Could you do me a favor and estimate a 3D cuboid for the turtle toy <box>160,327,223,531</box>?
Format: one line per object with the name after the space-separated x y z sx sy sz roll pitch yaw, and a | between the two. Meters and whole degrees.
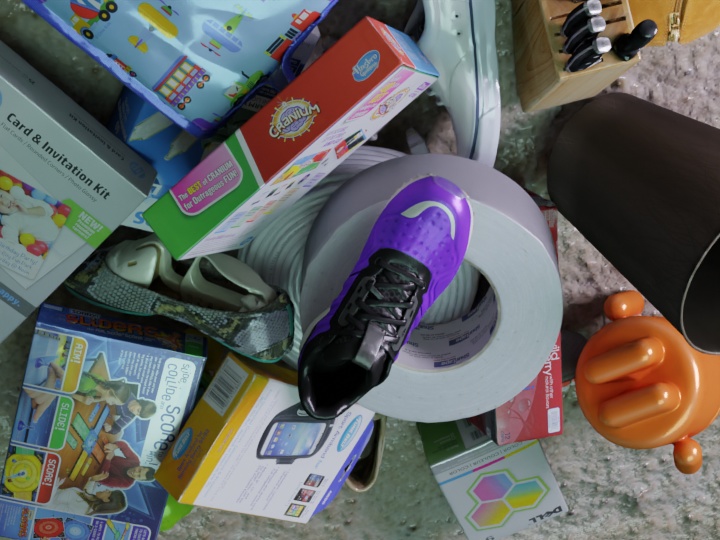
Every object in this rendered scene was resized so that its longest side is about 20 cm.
-0.179 0.139 1.305 0.144 0.102 0.201 -9 137 -8 | turtle toy

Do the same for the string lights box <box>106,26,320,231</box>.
-0.120 -0.120 1.127 0.102 0.059 0.201 12 126 -27 | string lights box

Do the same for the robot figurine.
0.260 0.099 1.354 0.117 0.143 0.200 -62 157 11 | robot figurine

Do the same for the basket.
0.249 -0.050 1.185 0.179 0.200 0.137 -28 130 -19 | basket

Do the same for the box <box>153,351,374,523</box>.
-0.068 0.142 1.256 0.120 0.041 0.199 -58 147 6 | box

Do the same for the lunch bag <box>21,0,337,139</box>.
-0.114 -0.189 0.992 0.200 0.094 0.150 43 112 -8 | lunch bag

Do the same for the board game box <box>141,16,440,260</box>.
-0.043 -0.088 1.057 0.200 0.153 0.040 -40 85 11 | board game box

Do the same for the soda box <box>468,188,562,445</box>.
0.126 0.038 1.277 0.063 0.070 0.202 -7 106 -16 | soda box

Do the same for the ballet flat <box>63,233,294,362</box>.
-0.139 0.007 1.190 0.198 0.072 0.073 19 131 12 | ballet flat

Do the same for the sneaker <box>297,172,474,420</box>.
0.015 0.030 1.072 0.069 0.100 0.201 29 118 -6 | sneaker

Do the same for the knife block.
0.160 -0.159 1.097 0.063 0.176 0.201 -13 133 -4 | knife block

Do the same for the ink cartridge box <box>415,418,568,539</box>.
0.136 0.207 1.487 0.103 0.060 0.201 -23 132 4 | ink cartridge box

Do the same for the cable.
0.000 0.000 1.231 0.199 0.069 0.201 -29 115 17 | cable

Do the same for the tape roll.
0.053 0.016 1.162 0.198 0.066 0.202 0 121 0 | tape roll

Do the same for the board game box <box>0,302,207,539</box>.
-0.208 0.132 1.211 0.134 0.035 0.202 13 114 -11 | board game box

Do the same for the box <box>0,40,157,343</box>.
-0.268 -0.051 1.114 0.156 0.041 0.200 40 118 -19 | box

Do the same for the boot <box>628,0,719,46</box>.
0.273 -0.244 1.139 0.199 0.071 0.145 -15 139 0 | boot

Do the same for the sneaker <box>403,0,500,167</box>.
0.066 -0.162 1.148 0.070 0.073 0.202 -6 123 1 | sneaker

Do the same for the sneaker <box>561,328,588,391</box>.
0.124 0.057 1.347 0.198 0.077 0.083 2 119 -23 | sneaker

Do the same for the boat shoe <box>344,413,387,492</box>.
-0.005 0.114 1.361 0.071 0.065 0.201 -8 132 -9 | boat shoe
